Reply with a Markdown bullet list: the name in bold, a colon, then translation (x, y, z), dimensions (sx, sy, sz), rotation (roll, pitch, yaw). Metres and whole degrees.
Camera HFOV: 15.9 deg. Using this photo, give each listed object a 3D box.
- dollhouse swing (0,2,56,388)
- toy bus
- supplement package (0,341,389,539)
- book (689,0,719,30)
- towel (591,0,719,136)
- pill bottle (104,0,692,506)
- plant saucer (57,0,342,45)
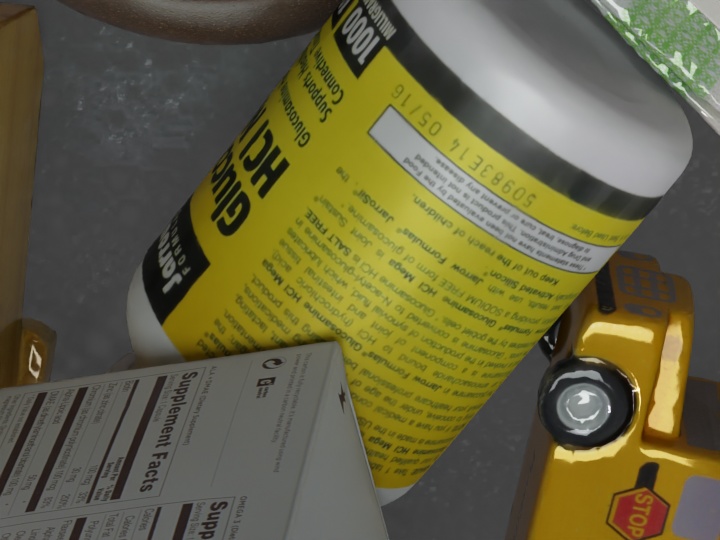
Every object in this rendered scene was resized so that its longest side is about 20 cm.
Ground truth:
- **dollhouse swing**: translation (-0.183, 0.023, 0.774), dimensions (0.181, 0.200, 0.176), rotation (-7, 102, 7)
- **toy bus**: translation (0.083, 0.097, 0.853), dimensions (0.078, 0.065, 0.201), rotation (11, 112, -1)
- **supplement package**: translation (-0.043, 0.149, 0.724), dimensions (0.111, 0.156, 0.200), rotation (-9, 117, 13)
- **book**: translation (0.148, -0.110, 0.648), dimensions (0.134, 0.200, 0.048), rotation (-46, 77, 15)
- **towel**: translation (0.117, -0.134, 0.765), dimensions (0.200, 0.031, 0.149), rotation (42, 97, -15)
- **pill bottle**: translation (0.000, 0.000, 0.794), dimensions (0.112, 0.112, 0.200), rotation (36, 110, -10)
- **plant saucer**: translation (-0.048, -0.160, 0.778), dimensions (0.200, 0.032, 0.201), rotation (1, 111, 4)
